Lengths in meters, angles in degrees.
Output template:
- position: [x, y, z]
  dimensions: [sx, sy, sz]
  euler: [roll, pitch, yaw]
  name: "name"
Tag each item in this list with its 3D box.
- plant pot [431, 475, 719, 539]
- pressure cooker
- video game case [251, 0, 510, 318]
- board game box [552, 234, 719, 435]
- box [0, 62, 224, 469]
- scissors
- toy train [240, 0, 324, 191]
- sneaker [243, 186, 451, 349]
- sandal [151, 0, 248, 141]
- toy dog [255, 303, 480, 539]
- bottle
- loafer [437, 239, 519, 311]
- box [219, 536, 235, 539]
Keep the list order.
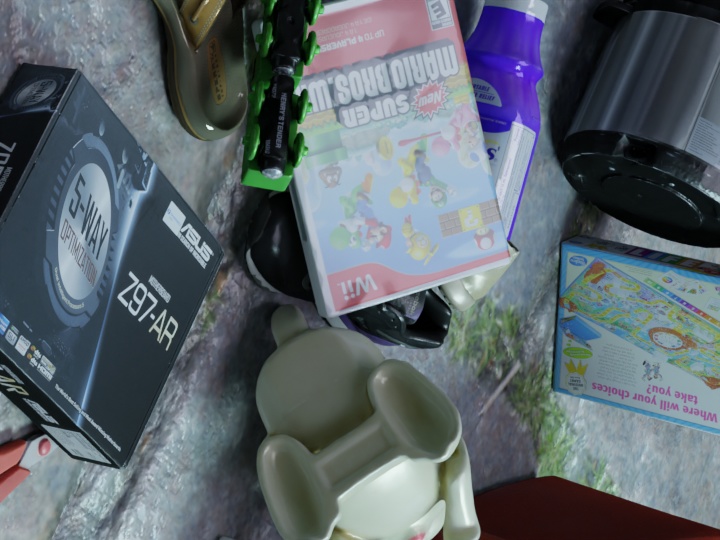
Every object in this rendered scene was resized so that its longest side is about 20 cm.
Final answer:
- position: [0.146, 0.278, 1.792]
  dimensions: [0.176, 0.199, 0.201]
  euler: [10, 93, -45]
  name: "plant pot"
- position: [0.275, -0.138, 1.833]
  dimensions: [0.176, 0.178, 0.201]
  euler: [42, 67, -51]
  name: "pressure cooker"
- position: [0.016, -0.084, 1.494]
  dimensions: [0.142, 0.017, 0.201]
  euler: [-17, 99, -22]
  name: "video game case"
- position: [0.256, 0.056, 1.852]
  dimensions: [0.034, 0.199, 0.135]
  euler: [-21, 119, -52]
  name: "board game box"
- position: [-0.168, 0.001, 1.322]
  dimensions: [0.200, 0.043, 0.161]
  euler: [55, 52, -50]
  name: "box"
- position: [-0.200, 0.105, 1.347]
  dimensions: [0.200, 0.014, 0.073]
  euler: [-44, 135, -39]
  name: "scissors"
- position: [-0.048, -0.143, 1.412]
  dimensions: [0.056, 0.041, 0.201]
  euler: [123, -25, -64]
  name: "toy train"
- position: [0.000, 0.000, 1.545]
  dimensions: [0.200, 0.087, 0.076]
  euler: [34, 73, -55]
  name: "sneaker"
- position: [-0.091, -0.168, 1.376]
  dimensions: [0.080, 0.054, 0.201]
  euler: [-43, 135, -41]
  name: "sandal"
- position: [-0.002, 0.131, 1.551]
  dimensions: [0.139, 0.194, 0.200]
  euler: [-41, 151, -4]
  name: "toy dog"
- position: [0.090, -0.105, 1.648]
  dimensions: [0.065, 0.083, 0.201]
  euler: [21, 84, -63]
  name: "bottle"
- position: [0.049, -0.069, 1.563]
  dimensions: [0.068, 0.076, 0.201]
  euler: [-28, 113, -2]
  name: "loafer"
- position: [-0.034, 0.293, 1.583]
  dimensions: [0.200, 0.106, 0.153]
  euler: [34, 73, -56]
  name: "box"
